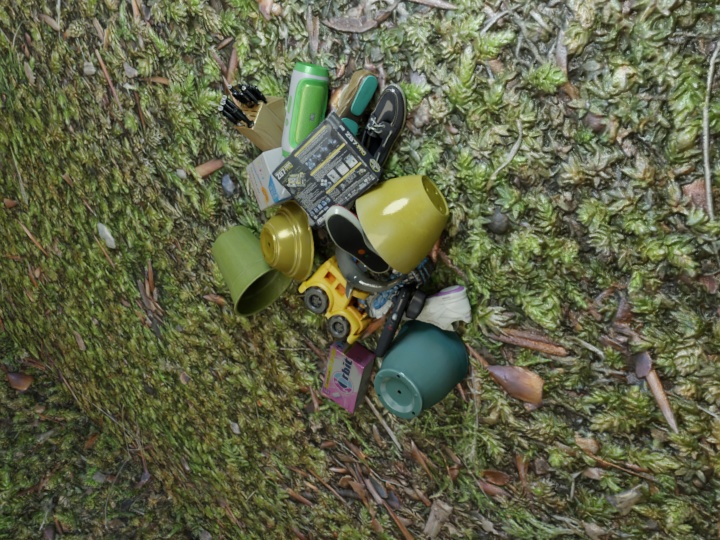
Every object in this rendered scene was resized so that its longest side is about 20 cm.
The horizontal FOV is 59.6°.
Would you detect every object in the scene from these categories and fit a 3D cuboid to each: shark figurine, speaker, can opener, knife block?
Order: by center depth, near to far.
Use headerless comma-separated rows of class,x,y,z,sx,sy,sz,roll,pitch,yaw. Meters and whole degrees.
speaker,-0.124,-0.351,1.400,0.087,0.088,0.206,22,113,26
shark figurine,0.012,0.018,1.438,0.210,0.089,0.132,16,97,29
can opener,0.078,0.119,1.441,0.078,0.063,0.203,34,117,15
knife block,-0.250,-0.338,1.472,0.063,0.175,0.205,15,125,31

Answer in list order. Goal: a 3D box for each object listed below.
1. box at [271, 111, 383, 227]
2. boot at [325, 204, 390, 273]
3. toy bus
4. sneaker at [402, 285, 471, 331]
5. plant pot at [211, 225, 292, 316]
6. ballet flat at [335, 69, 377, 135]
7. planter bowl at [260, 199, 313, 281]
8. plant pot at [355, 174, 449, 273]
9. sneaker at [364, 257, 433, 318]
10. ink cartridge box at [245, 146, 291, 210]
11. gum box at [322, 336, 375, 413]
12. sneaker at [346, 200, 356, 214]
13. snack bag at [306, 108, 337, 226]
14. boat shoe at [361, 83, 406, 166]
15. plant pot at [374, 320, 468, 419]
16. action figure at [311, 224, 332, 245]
box,-0.072,-0.207,1.323,0.161,0.050,0.199,45,128,-14
boot,-0.002,-0.106,1.359,0.071,0.147,0.199,-22,134,30
toy bus,-0.024,0.046,1.569,0.200,0.135,0.192,46,119,3
sneaker,0.171,0.103,1.461,0.197,0.074,0.102,-18,98,44
plant pot,-0.312,-0.014,1.728,0.191,0.197,0.202,50,136,18
ballet flat,-0.032,-0.335,1.343,0.072,0.067,0.204,40,110,45
planter bowl,-0.196,-0.068,1.558,0.199,0.081,0.207,21,115,55
plant pot,0.105,-0.119,1.327,0.141,0.200,0.202,-34,93,25
sneaker,0.096,0.032,1.492,0.198,0.086,0.076,-37,83,22
ink cartridge box,-0.219,-0.218,1.539,0.199,0.066,0.118,-10,101,65
gum box,-0.036,0.293,1.753,0.112,0.066,0.204,29,131,21
sneaker,-0.038,-0.173,1.473,0.072,0.070,0.206,-140,48,-63
snack bag,-0.082,-0.233,1.435,0.188,0.021,0.205,-38,59,40
boat shoe,0.043,-0.296,1.340,0.072,0.062,0.203,34,132,17
plant pot,0.132,0.242,1.502,0.196,0.187,0.205,19,126,29
action figure,-0.138,-0.094,1.608,0.131,0.069,0.201,49,132,13
